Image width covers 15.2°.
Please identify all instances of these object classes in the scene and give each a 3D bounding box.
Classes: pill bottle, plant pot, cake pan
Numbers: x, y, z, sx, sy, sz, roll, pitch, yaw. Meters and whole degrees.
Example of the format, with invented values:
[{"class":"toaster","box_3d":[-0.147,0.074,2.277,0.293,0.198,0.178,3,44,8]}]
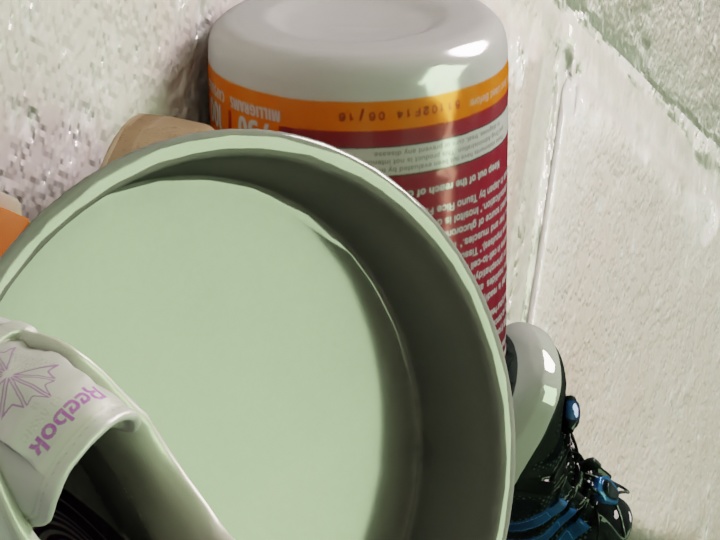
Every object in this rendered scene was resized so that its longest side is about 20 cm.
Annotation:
[{"class":"pill bottle","box_3d":[0.000,0.000,1.024,0.113,0.112,0.201,-43,136,-61]},{"class":"plant pot","box_3d":[-0.044,0.054,0.887,0.201,0.092,0.202,9,90,-85]},{"class":"cake pan","box_3d":[-0.044,0.059,0.782,0.199,0.037,0.202,-3,96,-34]}]

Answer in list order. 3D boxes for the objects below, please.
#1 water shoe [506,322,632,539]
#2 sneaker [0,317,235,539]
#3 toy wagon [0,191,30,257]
[{"class":"water shoe","box_3d":[0.078,0.087,1.135,0.200,0.078,0.072,101,-5,-57]},{"class":"sneaker","box_3d":[-0.102,0.023,0.657,0.075,0.200,0.100,-51,-172,-33]},{"class":"toy wagon","box_3d":[-0.143,0.062,0.755,0.200,0.039,0.156,-60,150,-48]}]
